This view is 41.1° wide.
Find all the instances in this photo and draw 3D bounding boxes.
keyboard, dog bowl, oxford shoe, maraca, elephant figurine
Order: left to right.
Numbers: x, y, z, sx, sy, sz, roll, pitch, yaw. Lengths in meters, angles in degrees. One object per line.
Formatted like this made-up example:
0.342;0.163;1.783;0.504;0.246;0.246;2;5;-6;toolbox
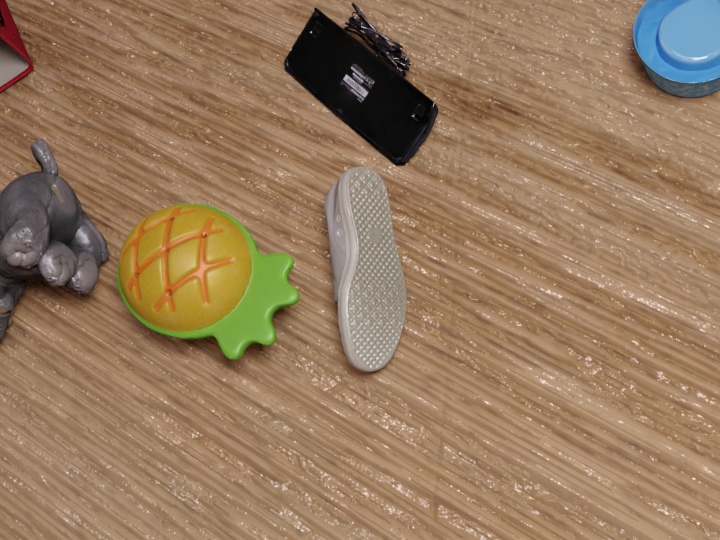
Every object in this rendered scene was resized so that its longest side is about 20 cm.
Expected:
-0.381;-0.009;1.011;0.199;0.142;0.156;-22;36;24;elephant figurine
-0.153;0.008;0.943;0.199;0.107;0.138;25;81;22;maraca
0.000;0.000;0.935;0.058;0.075;0.201;-24;67;52;oxford shoe
0.011;-0.205;1.025;0.200;0.040;0.104;44;109;24;keyboard
0.360;-0.239;0.922;0.199;0.050;0.112;-28;65;5;dog bowl

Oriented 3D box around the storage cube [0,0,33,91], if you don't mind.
-0.524;-0.297;1.127;0.199;0.171;0.180;-32;64;3;storage cube
